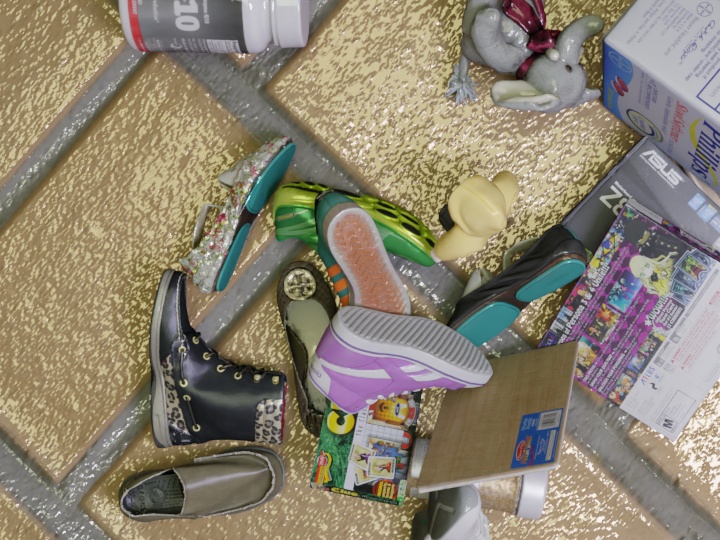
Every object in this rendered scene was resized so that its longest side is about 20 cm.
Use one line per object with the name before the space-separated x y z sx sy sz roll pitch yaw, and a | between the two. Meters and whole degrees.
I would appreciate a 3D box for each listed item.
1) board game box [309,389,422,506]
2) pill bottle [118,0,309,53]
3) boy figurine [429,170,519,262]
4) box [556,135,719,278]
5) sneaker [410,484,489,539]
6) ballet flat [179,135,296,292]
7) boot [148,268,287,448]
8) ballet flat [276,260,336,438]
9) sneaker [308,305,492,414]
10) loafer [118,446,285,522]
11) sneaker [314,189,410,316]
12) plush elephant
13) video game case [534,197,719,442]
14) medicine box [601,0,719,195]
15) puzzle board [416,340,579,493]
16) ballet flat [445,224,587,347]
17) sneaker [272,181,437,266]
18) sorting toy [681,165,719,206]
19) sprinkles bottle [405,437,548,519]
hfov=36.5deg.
board game box | 0.014 0.149 1.198 0.103 0.024 0.202 9 63 5
pill bottle | -0.159 -0.300 1.214 0.197 0.114 0.116 1 89 4
boy figurine | 0.118 -0.057 1.150 0.064 0.200 0.124 43 95 3
box | 0.326 -0.021 1.201 0.200 0.049 0.161 45 100 4
sneaker | 0.106 0.268 1.160 0.079 0.201 0.071 8 61 -5
ballet flat | -0.144 -0.072 1.231 0.063 0.076 0.202 28 88 11
boot | -0.157 0.102 1.224 0.151 0.074 0.207 3 101 3
ballet flat | -0.056 0.089 1.234 0.066 0.046 0.203 -7 89 3
sneaker | 0.038 0.109 1.172 0.198 0.073 0.115 17 121 -22
loafer | -0.181 0.249 1.227 0.197 0.070 0.076 -14 88 3
sneaker | 0.000 0.000 1.173 0.071 0.080 0.202 -23 124 -9
plush elephant | 0.189 -0.239 1.172 0.154 0.164 0.202 30 120 17
video game case | 0.311 0.054 1.164 0.180 0.036 0.202 31 115 10
medicine box | 0.355 -0.183 1.123 0.200 0.182 0.103 42 89 18
puzzle board | 0.147 0.151 1.134 0.149 0.201 0.018 -15 117 26
ballet flat | 0.163 0.018 1.206 0.199 0.068 0.069 -36 50 25
sneaker | -0.005 -0.040 1.229 0.197 0.074 0.085 17 111 4
sorting toy | 0.474 -0.101 1.209 0.184 0.036 0.202 -32 87 3
sprinkles bottle | 0.106 0.225 1.211 0.197 0.068 0.069 9 90 4
